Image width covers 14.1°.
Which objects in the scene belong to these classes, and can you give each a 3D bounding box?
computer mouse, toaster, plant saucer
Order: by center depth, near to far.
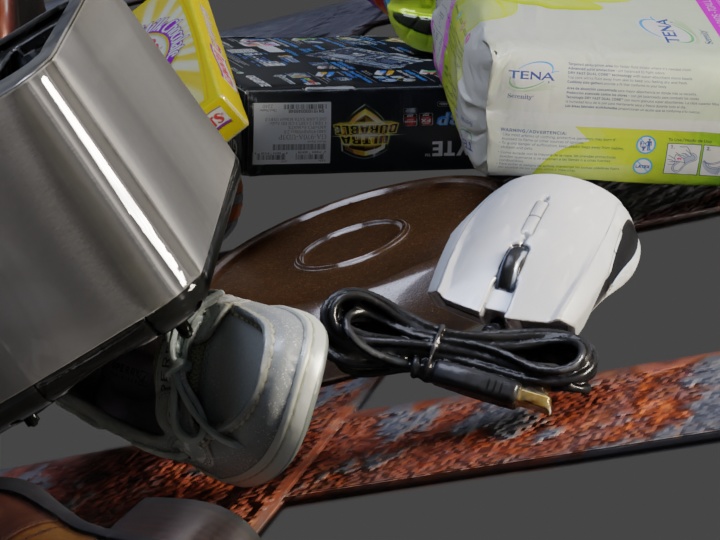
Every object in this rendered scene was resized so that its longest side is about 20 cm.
[{"bbox_3d":[-0.152,-0.006,1.135,0.181,0.119,0.200,-31,15,12],"label":"toaster"},{"bbox_3d":[0.065,-0.002,1.217,0.109,0.044,0.200,11,26,16],"label":"computer mouse"},{"bbox_3d":[0.000,0.000,1.351,0.200,0.032,0.200,-17,18,5],"label":"plant saucer"}]

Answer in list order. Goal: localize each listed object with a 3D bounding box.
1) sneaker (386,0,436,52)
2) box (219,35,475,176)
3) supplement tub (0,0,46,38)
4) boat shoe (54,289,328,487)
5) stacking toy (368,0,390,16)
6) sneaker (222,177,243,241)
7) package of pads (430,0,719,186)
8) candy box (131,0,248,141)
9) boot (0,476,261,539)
[{"bbox_3d":[0.116,-0.143,1.530,0.200,0.074,0.084,8,14,13],"label":"sneaker"},{"bbox_3d":[-0.010,-0.089,1.527,0.159,0.046,0.200,-2,12,-17],"label":"box"},{"bbox_3d":[-0.258,-0.096,1.453,0.200,0.107,0.107,-6,18,5],"label":"supplement tub"},{"bbox_3d":[-0.077,0.043,1.190,0.065,0.075,0.202,16,-4,-27],"label":"boat shoe"},{"bbox_3d":[0.036,-0.199,1.845,0.110,0.116,0.200,-20,5,-12],"label":"stacking toy"},{"bbox_3d":[-0.165,-0.021,1.544,0.200,0.078,0.112,-12,11,-14],"label":"sneaker"},{"bbox_3d":[0.114,-0.100,1.376,0.154,0.068,0.200,2,20,-6],"label":"package of pads"},{"bbox_3d":[-0.111,-0.083,1.462,0.102,0.026,0.200,-36,23,6],"label":"candy box"},{"bbox_3d":[-0.149,0.158,1.005,0.188,0.069,0.200,3,34,36],"label":"boot"}]
